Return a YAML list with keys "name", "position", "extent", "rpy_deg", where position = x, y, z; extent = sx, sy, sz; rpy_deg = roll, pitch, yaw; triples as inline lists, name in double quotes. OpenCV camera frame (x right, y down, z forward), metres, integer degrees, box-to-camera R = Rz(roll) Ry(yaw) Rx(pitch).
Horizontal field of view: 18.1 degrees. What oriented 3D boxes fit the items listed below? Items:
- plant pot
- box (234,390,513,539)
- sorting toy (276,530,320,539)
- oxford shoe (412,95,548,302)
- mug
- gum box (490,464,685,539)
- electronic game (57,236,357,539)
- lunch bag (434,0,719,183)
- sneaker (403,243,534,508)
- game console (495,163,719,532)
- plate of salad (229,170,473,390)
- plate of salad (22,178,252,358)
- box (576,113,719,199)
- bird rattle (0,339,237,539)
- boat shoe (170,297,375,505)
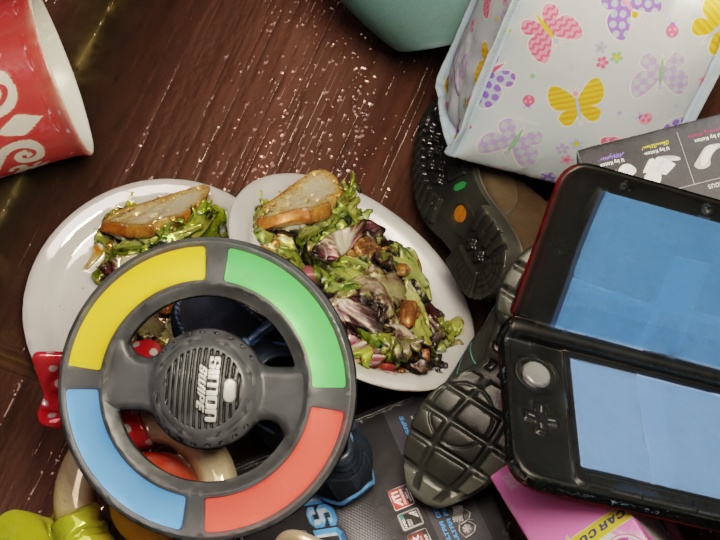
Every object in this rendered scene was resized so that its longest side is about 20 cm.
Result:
- name: "plant pot"
  position: [0.057, -0.240, 1.692]
  extent: [0.199, 0.200, 0.135]
  rpy_deg: [-14, 102, -1]
- name: "box"
  position: [0.004, 0.204, 1.553]
  extent: [0.198, 0.050, 0.200]
  rpy_deg: [-21, 65, -5]
- name: "sorting toy"
  position: [-0.008, 0.293, 1.468]
  extent: [0.185, 0.036, 0.201]
  rpy_deg: [25, 89, -1]
- name: "oxford shoe"
  position: [0.094, -0.049, 1.656]
  extent: [0.084, 0.073, 0.200]
  rpy_deg: [11, 44, -33]
- name: "mug"
  position: [-0.316, -0.119, 1.709]
  extent: [0.199, 0.178, 0.134]
  rpy_deg: [-20, 101, 0]
- name: "gum box"
  position: [0.167, 0.180, 1.470]
  extent: [0.066, 0.200, 0.114]
  rpy_deg: [-36, 65, 9]
- name: "electronic game"
  position: [-0.101, 0.078, 1.485]
  extent: [0.199, 0.042, 0.201]
  rpy_deg: [0, 86, 6]
- name: "lunch bag"
  position: [0.164, -0.166, 1.593]
  extent: [0.169, 0.200, 0.127]
  rpy_deg: [13, 38, -13]
- name: "sneaker"
  position: [0.100, 0.076, 1.546]
  extent: [0.075, 0.079, 0.200]
  rpy_deg: [33, 90, 10]
- name: "game console"
  position: [0.196, 0.053, 1.386]
  extent: [0.199, 0.119, 0.173]
  rpy_deg: [14, 46, -17]
- name: "plate of salad"
  position: [0.000, 0.000, 1.583]
  extent: [0.200, 0.048, 0.200]
  rpy_deg: [25, 35, -19]
- name: "plate of salad"
  position: [-0.151, 0.018, 1.652]
  extent: [0.199, 0.048, 0.201]
  rpy_deg: [-2, 65, 4]
- name: "box"
  position: [0.220, -0.006, 1.544]
  extent: [0.132, 0.200, 0.115]
  rpy_deg: [-15, 66, -1]
- name: "bird rattle"
  position: [-0.160, 0.147, 1.552]
  extent: [0.162, 0.113, 0.201]
  rpy_deg: [15, 71, 13]
- name: "boat shoe"
  position: [-0.057, 0.072, 1.561]
  extent: [0.200, 0.069, 0.084]
  rpy_deg: [39, 72, 24]
